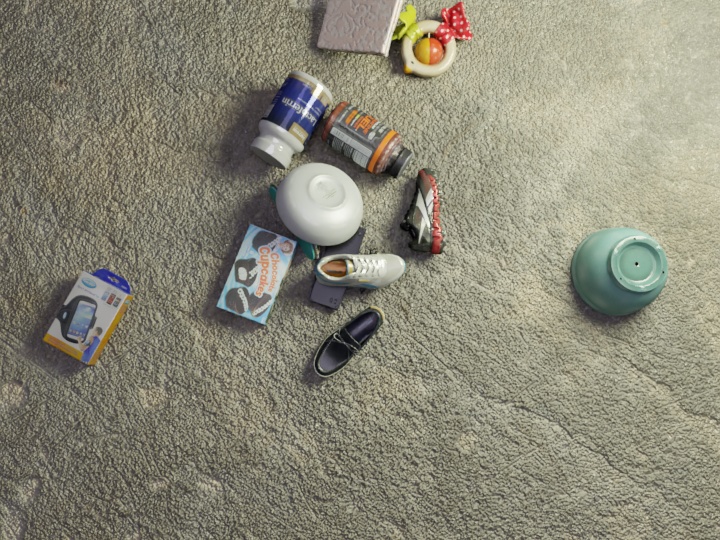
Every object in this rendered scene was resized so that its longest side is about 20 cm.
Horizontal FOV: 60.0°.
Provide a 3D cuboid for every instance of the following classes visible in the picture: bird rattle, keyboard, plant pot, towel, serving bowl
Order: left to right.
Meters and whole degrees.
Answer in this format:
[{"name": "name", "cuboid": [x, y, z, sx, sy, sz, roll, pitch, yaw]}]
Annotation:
[{"name": "serving bowl", "cuboid": [-0.081, -0.158, 1.369, 0.200, 0.066, 0.200, 9, 62, -17]}, {"name": "keyboard", "cuboid": [-0.030, -0.006, 1.413, 0.127, 0.021, 0.200, 19, 84, 4]}, {"name": "towel", "cuboid": [0.005, -0.590, 1.425, 0.200, 0.032, 0.191, 19, 97, 32]}, {"name": "bird rattle", "cuboid": [0.164, -0.535, 1.462, 0.200, 0.113, 0.163, 0, 94, -13]}, {"name": "plant pot", "cuboid": [0.576, -0.006, 1.352, 0.200, 0.134, 0.201, 0, 82, 1]}]

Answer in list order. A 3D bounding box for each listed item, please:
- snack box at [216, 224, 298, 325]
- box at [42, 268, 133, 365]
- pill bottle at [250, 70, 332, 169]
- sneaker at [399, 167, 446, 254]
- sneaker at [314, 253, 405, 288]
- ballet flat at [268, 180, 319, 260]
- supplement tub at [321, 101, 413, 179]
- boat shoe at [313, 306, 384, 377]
[{"name": "snack box", "cuboid": [-0.230, 0.009, 1.403, 0.116, 0.037, 0.200, 20, 83, 3]}, {"name": "box", "cuboid": [-0.601, 0.095, 1.393, 0.119, 0.041, 0.200, 27, 86, 4]}, {"name": "pill bottle", "cuboid": [-0.158, -0.337, 1.409, 0.116, 0.116, 0.200, 29, 84, 4]}, {"name": "sneaker", "cuboid": [0.135, -0.133, 1.402, 0.098, 0.071, 0.201, -4, 84, -2]}, {"name": "sneaker", "cuboid": [0.000, 0.000, 1.362, 0.200, 0.081, 0.077, -5, 80, -1]}, {"name": "ballet flat", "cuboid": [-0.130, -0.121, 1.408, 0.072, 0.072, 0.200, -31, 85, -4]}, {"name": "supplement tub", "cuboid": [0.019, -0.288, 1.407, 0.200, 0.107, 0.107, 33, 84, 4]}, {"name": "boat shoe", "cuboid": [-0.027, 0.154, 1.371, 0.200, 0.062, 0.075, -43, 86, -3]}]
